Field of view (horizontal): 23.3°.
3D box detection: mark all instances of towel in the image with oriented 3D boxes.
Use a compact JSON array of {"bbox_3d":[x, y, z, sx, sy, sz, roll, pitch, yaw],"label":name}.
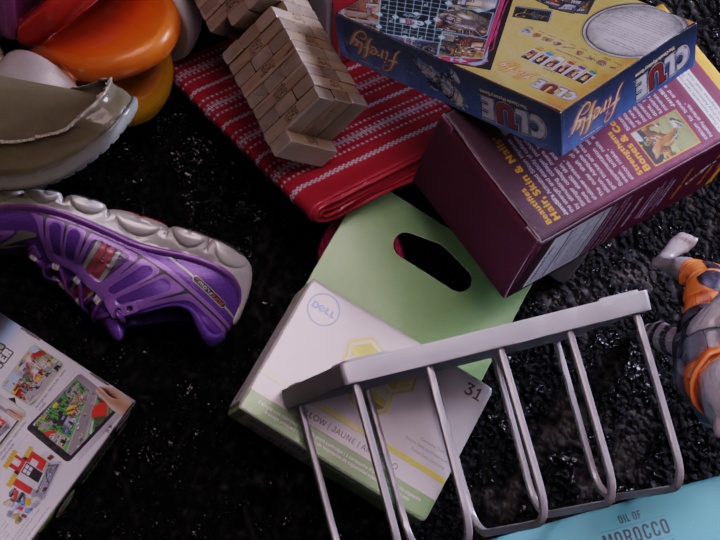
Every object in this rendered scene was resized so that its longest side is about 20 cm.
[{"bbox_3d":[-0.030,-0.116,1.250,0.144,0.023,0.200,-26,50,-24],"label":"towel"}]

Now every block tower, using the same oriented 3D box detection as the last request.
[{"bbox_3d":[-0.066,-0.168,1.197,0.054,0.058,0.200,8,49,-52],"label":"block tower"}]

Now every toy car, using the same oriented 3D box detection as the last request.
[{"bbox_3d":[-0.210,-0.192,1.203,0.200,0.150,0.175,37,60,6],"label":"toy car"}]

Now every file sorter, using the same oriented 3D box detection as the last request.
[{"bbox_3d":[0.075,0.101,1.075,0.200,0.139,0.125,-12,83,-19],"label":"file sorter"}]

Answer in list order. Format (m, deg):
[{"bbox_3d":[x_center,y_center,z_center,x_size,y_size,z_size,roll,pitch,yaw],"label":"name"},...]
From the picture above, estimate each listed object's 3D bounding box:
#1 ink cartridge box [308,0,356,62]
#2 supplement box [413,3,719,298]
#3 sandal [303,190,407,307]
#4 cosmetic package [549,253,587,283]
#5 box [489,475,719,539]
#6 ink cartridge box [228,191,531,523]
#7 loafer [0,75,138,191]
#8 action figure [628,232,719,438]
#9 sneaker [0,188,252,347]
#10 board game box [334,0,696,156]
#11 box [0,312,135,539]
[{"bbox_3d":[0.008,-0.254,1.314,0.200,0.083,0.147,-30,55,-27],"label":"ink cartridge box"},{"bbox_3d":[0.151,-0.082,1.183,0.200,0.086,0.110,-28,72,-25],"label":"supplement box"},{"bbox_3d":[0.000,0.000,1.218,0.075,0.045,0.200,5,62,-11],"label":"sandal"},{"bbox_3d":[0.150,-0.107,1.296,0.107,0.090,0.200,26,56,0],"label":"cosmetic package"},{"bbox_3d":[0.158,0.188,1.141,0.200,0.082,0.049,-12,68,-20],"label":"box"},{"bbox_3d":[0.022,0.048,1.170,0.145,0.048,0.200,32,71,-6],"label":"ink cartridge box"},{"bbox_3d":[-0.239,-0.092,1.130,0.200,0.070,0.075,-12,29,20],"label":"loafer"},{"bbox_3d":[0.244,0.078,1.178,0.104,0.193,0.201,-11,102,6],"label":"action figure"},{"bbox_3d":[-0.174,0.000,1.158,0.200,0.081,0.084,16,79,1],"label":"sneaker"},{"bbox_3d":[0.100,-0.153,1.152,0.135,0.035,0.200,-34,45,-30],"label":"board game box"},{"bbox_3d":[-0.241,0.132,1.089,0.110,0.035,0.200,33,59,4],"label":"box"}]
